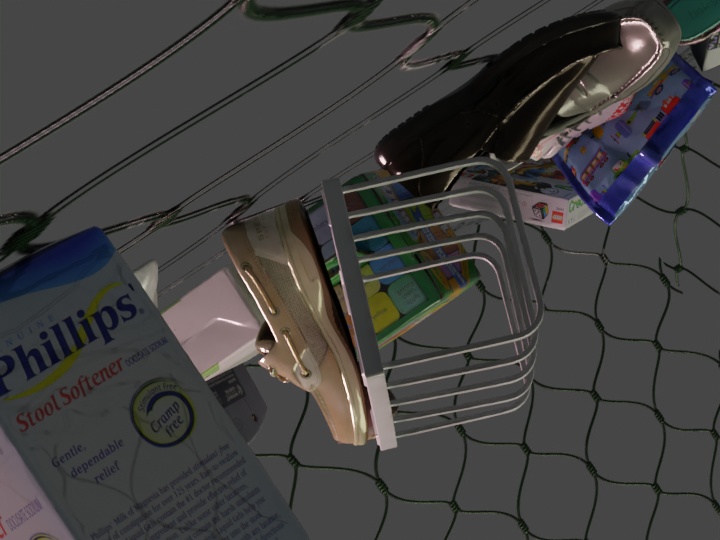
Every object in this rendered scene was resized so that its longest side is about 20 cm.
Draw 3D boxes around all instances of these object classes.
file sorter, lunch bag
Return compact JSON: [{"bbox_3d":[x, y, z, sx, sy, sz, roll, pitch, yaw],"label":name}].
[{"bbox_3d":[0.053,0.025,1.189,0.124,0.139,0.200,-12,161,-1],"label":"file sorter"},{"bbox_3d":[0.251,-0.127,1.549,0.151,0.094,0.200,-51,-174,13],"label":"lunch bag"}]

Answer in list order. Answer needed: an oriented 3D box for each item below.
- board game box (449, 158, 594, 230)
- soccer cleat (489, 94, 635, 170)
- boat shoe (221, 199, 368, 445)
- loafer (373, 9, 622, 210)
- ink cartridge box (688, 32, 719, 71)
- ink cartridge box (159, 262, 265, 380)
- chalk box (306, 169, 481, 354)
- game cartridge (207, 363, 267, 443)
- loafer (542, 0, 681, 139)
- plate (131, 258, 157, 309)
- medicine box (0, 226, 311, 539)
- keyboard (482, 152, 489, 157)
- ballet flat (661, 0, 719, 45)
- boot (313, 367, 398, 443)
[{"bbox_3d":[0.190,-0.090,1.728,0.126,0.035,0.200,14,-158,26],"label":"board game box"},{"bbox_3d":[0.180,-0.140,1.530,0.085,0.069,0.200,-47,-172,-23],"label":"soccer cleat"},{"bbox_3d":[-0.043,0.044,1.201,0.065,0.200,0.072,-18,-147,2],"label":"boat shoe"},{"bbox_3d":[0.106,-0.111,1.194,0.200,0.071,0.073,-34,177,22],"label":"loafer"},{"bbox_3d":[0.393,-0.256,1.540,0.200,0.050,0.109,-22,163,-2],"label":"ink cartridge box"},{"bbox_3d":[-0.099,0.036,1.484,0.117,0.067,0.200,-34,176,22],"label":"ink cartridge box"},{"bbox_3d":[0.000,0.000,1.395,0.125,0.124,0.200,-34,177,18],"label":"chalk box"},{"bbox_3d":[-0.153,0.114,1.574,0.041,0.133,0.200,-25,179,18],"label":"game cartridge"},{"bbox_3d":[0.168,-0.145,1.309,0.070,0.070,0.200,-41,-177,-34],"label":"loafer"},{"bbox_3d":[-0.215,0.068,1.139,0.200,0.032,0.200,-32,178,-10],"label":"plate"},{"bbox_3d":[-0.147,0.109,0.861,0.103,0.200,0.182,-33,178,-36],"label":"medicine box"},{"bbox_3d":[0.097,-0.101,1.810,0.127,0.021,0.200,-31,178,-15],"label":"keyboard"},{"bbox_3d":[0.334,-0.255,1.425,0.200,0.069,0.071,-29,-164,16],"label":"ballet flat"},{"bbox_3d":[-0.056,0.098,1.683,0.064,0.200,0.186,-30,176,-37],"label":"boot"}]
